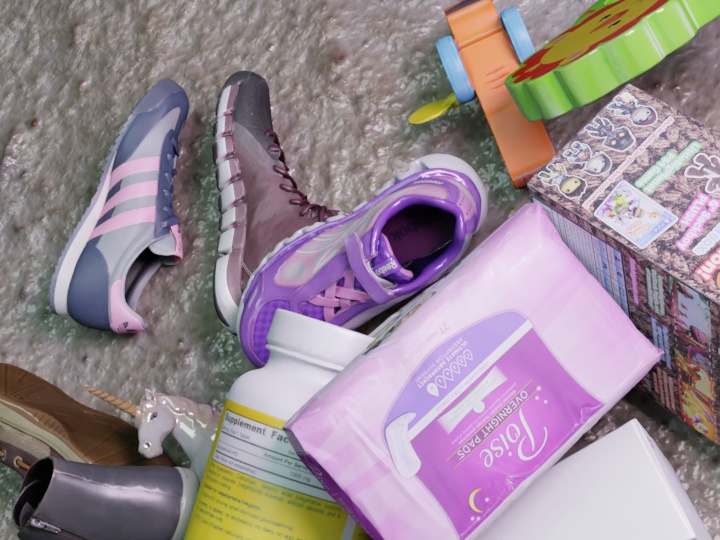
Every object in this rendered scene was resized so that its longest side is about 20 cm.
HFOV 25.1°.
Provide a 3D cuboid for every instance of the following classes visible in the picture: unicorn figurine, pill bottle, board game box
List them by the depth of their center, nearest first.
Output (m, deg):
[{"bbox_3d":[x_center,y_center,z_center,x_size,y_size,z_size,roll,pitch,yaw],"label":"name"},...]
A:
[{"bbox_3d":[0.210,0.013,0.954,0.097,0.160,0.199,-43,56,-17],"label":"board game box"},{"bbox_3d":[-0.041,0.132,0.997,0.111,0.112,0.202,15,86,30],"label":"pill bottle"},{"bbox_3d":[-0.078,0.136,1.105,0.198,0.074,0.139,-11,66,-1],"label":"unicorn figurine"}]

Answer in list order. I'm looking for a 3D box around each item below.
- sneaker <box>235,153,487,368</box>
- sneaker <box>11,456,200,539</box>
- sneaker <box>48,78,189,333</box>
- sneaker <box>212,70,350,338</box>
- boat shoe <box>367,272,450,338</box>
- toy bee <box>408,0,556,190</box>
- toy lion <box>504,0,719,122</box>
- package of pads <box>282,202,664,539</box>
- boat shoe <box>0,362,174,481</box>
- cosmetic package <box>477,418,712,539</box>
[{"bbox_3d":[0.000,0.000,1.078,0.199,0.081,0.089,-36,14,6],"label":"sneaker"},{"bbox_3d":[-0.190,0.189,1.066,0.201,0.105,0.075,-58,27,33],"label":"sneaker"},{"bbox_3d":[-0.160,-0.045,1.231,0.081,0.070,0.202,20,80,13],"label":"sneaker"},{"bbox_3d":[-0.043,-0.051,1.173,0.114,0.076,0.203,-6,76,17],"label":"sneaker"},{"bbox_3d":[0.072,0.024,1.079,0.199,0.074,0.065,-31,32,-3],"label":"boat shoe"},{"bbox_3d":[0.097,-0.155,1.141,0.129,0.109,0.203,-2,89,9],"label":"toy bee"},{"bbox_3d":[0.181,-0.163,1.045,0.191,0.200,0.069,-30,101,15],"label":"toy lion"},{"bbox_3d":[0.065,0.070,0.922,0.200,0.076,0.121,-42,92,-10],"label":"package of pads"},{"bbox_3d":[-0.213,0.141,1.173,0.199,0.072,0.073,26,111,21],"label":"boat shoe"},{"bbox_3d":[0.108,0.183,0.970,0.199,0.108,0.085,-31,59,12],"label":"cosmetic package"}]
